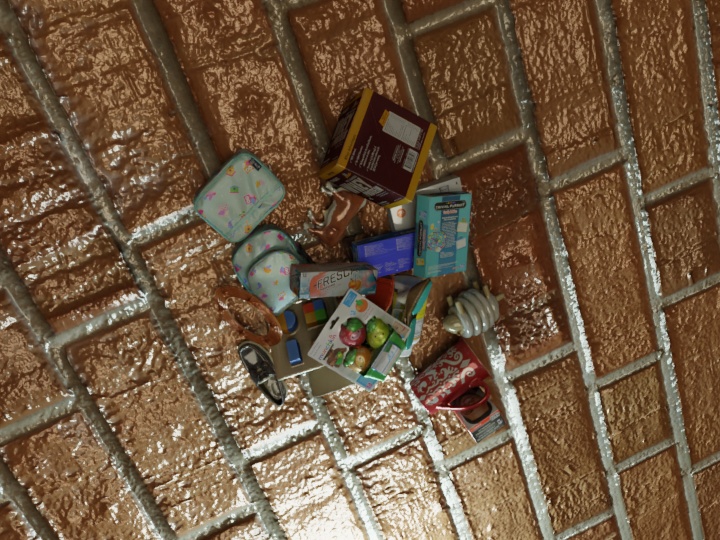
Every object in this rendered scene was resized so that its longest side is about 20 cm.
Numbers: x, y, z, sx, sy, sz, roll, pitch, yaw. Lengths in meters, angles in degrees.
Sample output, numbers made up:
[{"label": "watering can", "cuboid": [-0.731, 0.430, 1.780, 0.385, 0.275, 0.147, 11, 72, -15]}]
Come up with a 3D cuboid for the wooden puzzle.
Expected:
[{"label": "wooden puzzle", "cuboid": [-0.139, 0.158, 1.563, 0.199, 0.186, 0.046, -20, 152, 6]}]

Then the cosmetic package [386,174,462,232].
[{"label": "cosmetic package", "cuboid": [0.173, -0.147, 1.623, 0.199, 0.052, 0.152, -19, 109, -8]}]

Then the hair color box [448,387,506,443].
[{"label": "hair color box", "cuboid": [0.311, 0.379, 1.747, 0.101, 0.200, 0.061, -34, 117, -2]}]

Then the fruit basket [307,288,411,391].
[{"label": "fruit basket", "cuboid": [0.004, 0.169, 1.472, 0.200, 0.094, 0.186, 36, 87, -30]}]

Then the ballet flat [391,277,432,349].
[{"label": "ballet flat", "cuboid": [0.117, 0.102, 1.574, 0.072, 0.068, 0.201, 24, 112, 22]}]

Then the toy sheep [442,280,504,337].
[{"label": "toy sheep", "cuboid": [0.310, 0.108, 1.702, 0.199, 0.138, 0.139, -26, 112, -12]}]

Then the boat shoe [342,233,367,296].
[{"label": "boat shoe", "cuboid": [0.000, 0.000, 1.624, 0.071, 0.072, 0.201, -7, 120, 19]}]

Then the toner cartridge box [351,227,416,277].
[{"label": "toner cartridge box", "cuboid": [0.080, -0.044, 1.568, 0.199, 0.043, 0.096, -13, 110, -19]}]

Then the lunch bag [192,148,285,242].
[{"label": "lunch bag", "cuboid": [-0.281, -0.176, 1.479, 0.200, 0.077, 0.160, -44, 112, 2]}]

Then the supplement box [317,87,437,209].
[{"label": "supplement box", "cuboid": [0.039, -0.279, 1.467, 0.199, 0.133, 0.199, 23, 79, -20]}]

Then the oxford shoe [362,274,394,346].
[{"label": "oxford shoe", "cuboid": [0.048, 0.107, 1.595, 0.072, 0.071, 0.201, 33, 73, -62]}]

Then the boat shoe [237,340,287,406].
[{"label": "boat shoe", "cuboid": [-0.252, 0.271, 1.639, 0.072, 0.065, 0.201, -29, 112, -2]}]

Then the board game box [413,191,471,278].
[{"label": "board game box", "cuboid": [0.205, -0.091, 1.563, 0.150, 0.047, 0.202, -9, 108, -38]}]

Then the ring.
[{"label": "ring", "cuboid": [-0.278, 0.116, 1.528, 0.201, 0.200, 0.019, 56, 51, -22]}]

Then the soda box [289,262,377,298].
[{"label": "soda box", "cuboid": [-0.062, 0.021, 1.462, 0.199, 0.068, 0.064, -3, 108, -26]}]

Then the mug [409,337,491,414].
[{"label": "mug", "cuboid": [0.249, 0.306, 1.728, 0.200, 0.178, 0.134, -37, 115, 4]}]

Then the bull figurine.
[{"label": "bull figurine", "cuboid": [-0.056, -0.155, 1.553, 0.121, 0.065, 0.201, 28, 97, -17]}]

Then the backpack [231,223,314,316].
[{"label": "backpack", "cuboid": [-0.213, -0.007, 1.516, 0.175, 0.153, 0.200, -37, 104, 3]}]

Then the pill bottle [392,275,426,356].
[{"label": "pill bottle", "cuboid": [0.114, 0.122, 1.662, 0.108, 0.109, 0.201, 5, 106, -16]}]

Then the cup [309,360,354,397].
[{"label": "cup", "cuboid": [-0.055, 0.224, 1.624, 0.199, 0.200, 0.144, -21, 86, -7]}]
